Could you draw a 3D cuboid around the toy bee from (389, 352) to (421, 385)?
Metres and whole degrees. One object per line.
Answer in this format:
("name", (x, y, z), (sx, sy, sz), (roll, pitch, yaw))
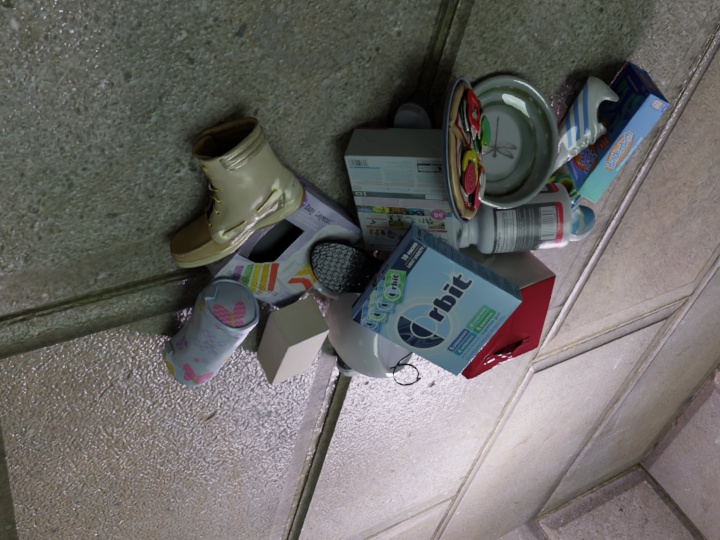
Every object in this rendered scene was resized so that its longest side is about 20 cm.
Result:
("toy bee", (0.112, 0.074, 1.359), (0.199, 0.131, 0.109), (-37, -167, 16))

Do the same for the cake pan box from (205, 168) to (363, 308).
("cake pan box", (-0.111, -0.040, 1.218), (0.184, 0.052, 0.200), (-45, 147, 8))

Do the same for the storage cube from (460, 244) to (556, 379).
("storage cube", (0.215, 0.049, 1.475), (0.170, 0.200, 0.181), (-21, 138, -23))

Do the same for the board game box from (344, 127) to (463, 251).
("board game box", (0.069, -0.111, 1.202), (0.146, 0.065, 0.201), (5, 141, 15))

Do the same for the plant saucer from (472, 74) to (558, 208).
("plant saucer", (0.213, -0.198, 1.278), (0.198, 0.050, 0.202), (-4, 99, -25))

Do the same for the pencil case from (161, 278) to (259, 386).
("pencil case", (-0.220, 0.092, 1.203), (0.200, 0.090, 0.083), (-45, -170, 46))

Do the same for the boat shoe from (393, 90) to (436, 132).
("boat shoe", (0.083, -0.179, 1.225), (0.201, 0.069, 0.067), (79, 30, -50))

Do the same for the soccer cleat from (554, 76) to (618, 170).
("soccer cleat", (0.356, -0.221, 1.377), (0.201, 0.086, 0.070), (-64, 173, 23))

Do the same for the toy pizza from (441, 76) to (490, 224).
("toy pizza", (0.152, -0.165, 1.141), (0.031, 0.202, 0.200), (0, 155, 21))

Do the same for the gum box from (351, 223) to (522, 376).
("gum box", (0.113, 0.050, 1.248), (0.199, 0.045, 0.170), (29, 118, -14))

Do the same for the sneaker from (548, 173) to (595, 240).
("sneaker", (0.405, -0.126, 1.583), (0.199, 0.080, 0.131), (-10, 140, -38))

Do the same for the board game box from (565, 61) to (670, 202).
("board game box", (0.428, -0.236, 1.407), (0.045, 0.153, 0.201), (23, 120, -12))

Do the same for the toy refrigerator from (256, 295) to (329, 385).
("toy refrigerator", (-0.115, 0.115, 1.347), (0.075, 0.070, 0.200), (-22, 162, -22))

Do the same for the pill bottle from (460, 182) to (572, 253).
("pill bottle", (0.249, -0.087, 1.405), (0.198, 0.111, 0.111), (-5, 142, -2))

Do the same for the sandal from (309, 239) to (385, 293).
("sandal", (0.000, 0.000, 1.276), (0.199, 0.045, 0.076), (18, 109, -34))

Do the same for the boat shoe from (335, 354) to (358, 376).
("boat shoe", (0.047, 0.140, 1.573), (0.199, 0.072, 0.071), (-25, 150, -15))

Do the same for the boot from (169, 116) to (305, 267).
("boot", (-0.184, -0.098, 1.056), (0.199, 0.073, 0.156), (-28, 142, 4))

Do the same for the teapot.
("teapot", (0.006, 0.081, 1.403), (0.197, 0.145, 0.202), (-21, 118, -57))
